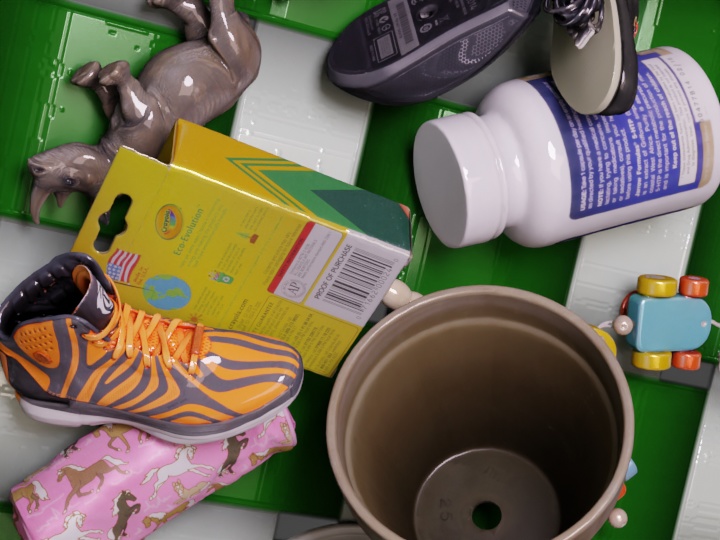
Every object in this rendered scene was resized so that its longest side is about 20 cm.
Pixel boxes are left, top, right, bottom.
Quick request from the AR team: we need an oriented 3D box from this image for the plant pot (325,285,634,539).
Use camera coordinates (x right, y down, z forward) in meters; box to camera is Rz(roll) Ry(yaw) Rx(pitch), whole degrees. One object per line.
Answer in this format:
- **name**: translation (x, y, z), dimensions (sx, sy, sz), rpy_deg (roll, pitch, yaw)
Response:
- **plant pot**: translation (0.085, 0.138, 1.096), dimensions (0.199, 0.200, 0.174), rpy_deg (-35, 152, -13)

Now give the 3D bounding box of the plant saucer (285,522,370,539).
- **plant saucer**: translation (-0.012, 0.287, 1.162), dimensions (0.198, 0.050, 0.202), rpy_deg (-3, 99, -20)

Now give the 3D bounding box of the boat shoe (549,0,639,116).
- **boat shoe**: translation (0.164, -0.175, 1.094), dimensions (0.063, 0.202, 0.074), rpy_deg (19, 128, -22)

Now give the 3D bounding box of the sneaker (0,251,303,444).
- **sneaker**: translation (-0.138, 0.047, 1.008), dimensions (0.198, 0.078, 0.113), rpy_deg (-3, 137, 7)

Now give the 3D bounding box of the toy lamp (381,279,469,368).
- **toy lamp**: translation (0.000, 0.000, 1.123), dimensions (0.199, 0.058, 0.059), rpy_deg (34, 85, -25)

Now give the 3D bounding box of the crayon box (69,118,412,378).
- **crayon box**: translation (-0.081, -0.017, 1.038), dimensions (0.198, 0.051, 0.127), rpy_deg (21, 129, -17)

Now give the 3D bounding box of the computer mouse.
- **computer mouse**: translation (0.073, -0.161, 1.084), dimensions (0.198, 0.139, 0.053), rpy_deg (-22, 130, 16)

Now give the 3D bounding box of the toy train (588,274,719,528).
- **toy train**: translation (0.201, 0.091, 1.216), dimensions (0.200, 0.056, 0.151), rpy_deg (-39, 111, -8)

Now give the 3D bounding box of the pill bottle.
- **pill bottle**: translation (0.145, -0.082, 1.131), dimensions (0.198, 0.120, 0.121), rpy_deg (-14, 103, -19)

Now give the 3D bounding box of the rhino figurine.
- **rhino figurine**: translation (-0.143, -0.103, 1.048), dimensions (0.200, 0.060, 0.087), rpy_deg (-47, 121, -5)

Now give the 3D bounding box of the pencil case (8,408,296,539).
- **pencil case**: translation (-0.137, 0.132, 1.074), dimensions (0.199, 0.087, 0.083), rpy_deg (-34, 76, -13)
